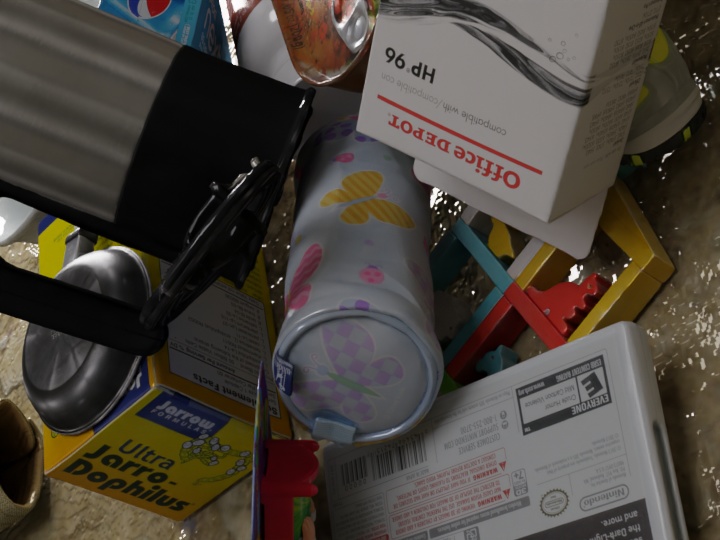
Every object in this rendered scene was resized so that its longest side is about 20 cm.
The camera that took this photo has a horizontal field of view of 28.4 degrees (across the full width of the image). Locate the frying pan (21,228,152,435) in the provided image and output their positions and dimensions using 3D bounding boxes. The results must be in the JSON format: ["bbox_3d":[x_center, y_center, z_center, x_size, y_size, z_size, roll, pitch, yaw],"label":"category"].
[{"bbox_3d":[-0.157,0.002,0.848,0.114,0.031,0.193,-6,67,45],"label":"frying pan"}]

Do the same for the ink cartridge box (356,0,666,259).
[{"bbox_3d":[0.069,-0.104,0.659,0.115,0.068,0.202,28,123,27],"label":"ink cartridge box"}]

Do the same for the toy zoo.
[{"bbox_3d":[0.081,0.014,0.746,0.201,0.020,0.132,-52,39,14],"label":"toy zoo"}]

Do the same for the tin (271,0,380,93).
[{"bbox_3d":[-0.010,-0.184,0.775,0.112,0.041,0.202,-58,38,41],"label":"tin"}]

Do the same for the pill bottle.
[{"bbox_3d":[-0.029,-0.164,0.902,0.112,0.112,0.202,-39,44,27],"label":"pill bottle"}]

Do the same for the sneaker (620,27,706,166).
[{"bbox_3d":[0.089,-0.110,0.748,0.198,0.077,0.075,9,44,44],"label":"sneaker"}]

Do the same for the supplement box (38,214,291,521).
[{"bbox_3d":[-0.129,0.035,0.904,0.109,0.108,0.202,-37,45,28],"label":"supplement box"}]

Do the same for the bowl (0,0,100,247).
[{"bbox_3d":[-0.200,-0.099,1.067,0.201,0.090,0.203,-40,39,42],"label":"bowl"}]

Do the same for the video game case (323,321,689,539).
[{"bbox_3d":[0.065,0.142,0.668,0.199,0.023,0.184,-26,60,37],"label":"video game case"}]

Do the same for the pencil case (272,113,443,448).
[{"bbox_3d":[0.000,0.000,0.750,0.201,0.082,0.092,-88,2,-54],"label":"pencil case"}]

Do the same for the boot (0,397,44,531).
[{"bbox_3d":[-0.310,0.138,1.081,0.155,0.072,0.201,-43,44,24],"label":"boot"}]

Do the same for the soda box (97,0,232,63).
[{"bbox_3d":[-0.120,-0.118,0.921,0.063,0.200,0.069,7,68,5],"label":"soda box"}]

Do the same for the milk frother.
[{"bbox_3d":[-0.130,-0.062,0.728,0.200,0.186,0.183,123,167,-70],"label":"milk frother"}]

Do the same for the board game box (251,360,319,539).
[{"bbox_3d":[-0.031,0.142,0.722,0.201,0.038,0.160,93,177,-63],"label":"board game box"}]
